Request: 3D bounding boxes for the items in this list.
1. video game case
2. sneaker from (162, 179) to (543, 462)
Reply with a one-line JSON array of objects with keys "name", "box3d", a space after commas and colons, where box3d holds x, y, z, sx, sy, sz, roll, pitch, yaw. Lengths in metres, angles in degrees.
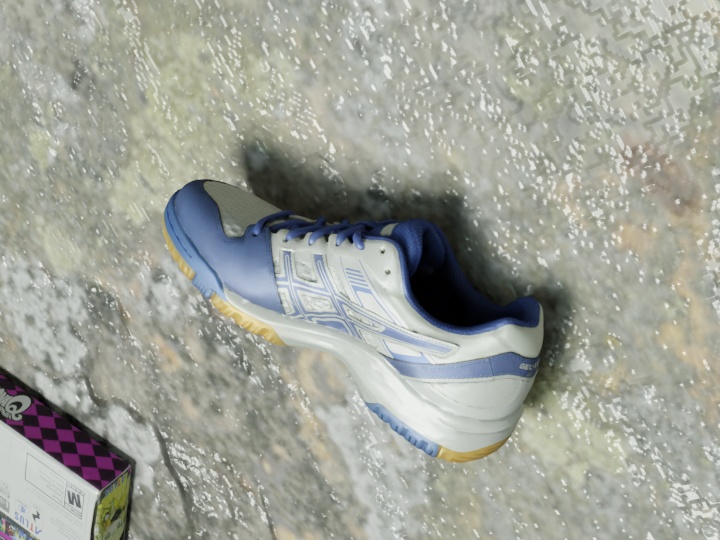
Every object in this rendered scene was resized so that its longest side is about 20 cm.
[{"name": "video game case", "box3d": [-0.232, 0.143, 1.200, 0.199, 0.036, 0.182, 31, 133, 24]}, {"name": "sneaker", "box3d": [0.000, 0.000, 0.890, 0.199, 0.075, 0.089, 32, 122, 13]}]
